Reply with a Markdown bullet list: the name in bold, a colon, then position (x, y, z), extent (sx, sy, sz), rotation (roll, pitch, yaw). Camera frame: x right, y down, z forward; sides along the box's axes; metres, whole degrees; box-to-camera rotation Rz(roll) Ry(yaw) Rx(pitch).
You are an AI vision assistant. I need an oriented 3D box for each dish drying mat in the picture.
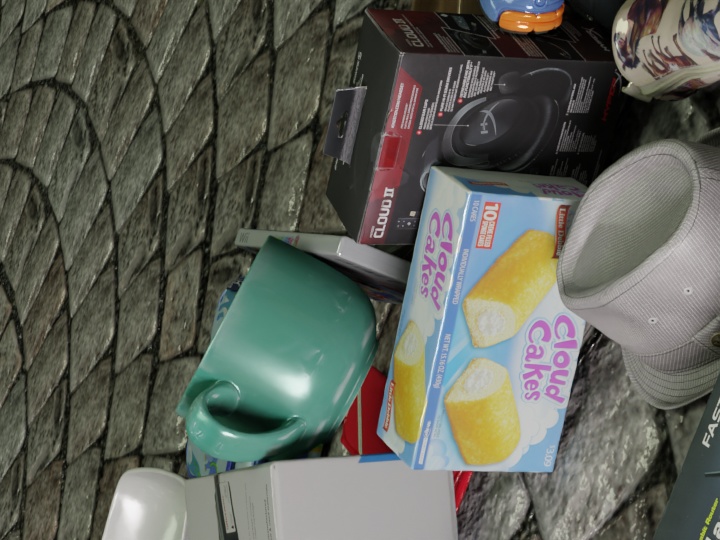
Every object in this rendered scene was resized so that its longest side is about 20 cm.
- **dish drying mat**: position (0.033, 0.142, 1.499), extent (0.200, 0.018, 0.077), rotation (39, 111, 62)

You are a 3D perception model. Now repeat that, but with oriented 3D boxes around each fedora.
- **fedora**: position (0.190, -0.012, 1.197), extent (0.200, 0.090, 0.177), rotation (-40, 41, 49)

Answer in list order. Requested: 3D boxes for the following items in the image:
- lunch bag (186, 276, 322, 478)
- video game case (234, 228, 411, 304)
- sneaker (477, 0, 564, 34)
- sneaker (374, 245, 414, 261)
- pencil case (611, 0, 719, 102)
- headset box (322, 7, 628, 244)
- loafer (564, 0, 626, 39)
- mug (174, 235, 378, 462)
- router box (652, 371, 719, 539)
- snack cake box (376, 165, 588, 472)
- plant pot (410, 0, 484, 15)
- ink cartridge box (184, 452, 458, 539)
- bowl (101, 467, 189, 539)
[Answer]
- **lunch bag**: position (-0.082, 0.106, 1.679), extent (0.161, 0.082, 0.201), rotation (13, 88, 61)
- **video game case**: position (0.000, 0.000, 1.504), extent (0.200, 0.143, 0.018), rotation (6, 76, 63)
- **sneaker**: position (0.105, -0.255, 1.332), extent (0.079, 0.075, 0.200), rotation (108, 149, -43)
- **sneaker**: position (0.033, -0.077, 1.552), extent (0.091, 0.066, 0.200), rotation (-53, 24, 35)
- **pencil case**: position (0.243, -0.158, 1.193), extent (0.200, 0.078, 0.090), rotation (-11, 46, 61)
- **headset box**: position (0.072, -0.098, 1.319), extent (0.077, 0.199, 0.149), rotation (-122, 38, -53)
- **loafer**: position (0.173, -0.211, 1.369), extent (0.068, 0.070, 0.201), rotation (-64, 28, 20)
- **mug**: position (-0.062, 0.079, 1.419), extent (0.185, 0.114, 0.152), rotation (-63, 3, -22)
- **router box**: position (0.239, 0.140, 1.047), extent (0.150, 0.062, 0.201), rotation (38, 109, 63)
- **snack cake box**: position (0.091, 0.035, 1.299), extent (0.067, 0.115, 0.201), rotation (-140, 57, -61)
- **plant pot**: position (0.095, -0.170, 1.445), extent (0.201, 0.092, 0.202), rotation (-172, 90, -81)
- **ink cartridge box**: position (-0.034, 0.187, 1.433), extent (0.200, 0.144, 0.085), rotation (159, 108, -65)
- **bowl**: position (-0.184, 0.291, 1.777), extent (0.200, 0.074, 0.201), rotation (-3, 73, 63)
